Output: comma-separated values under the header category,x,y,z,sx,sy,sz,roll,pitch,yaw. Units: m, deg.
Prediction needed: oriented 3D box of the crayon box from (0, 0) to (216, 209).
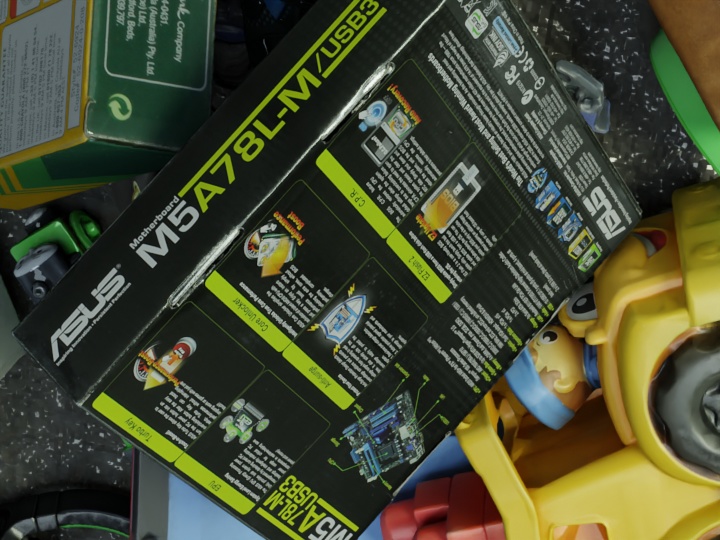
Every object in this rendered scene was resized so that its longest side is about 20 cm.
category,x,y,z,sx,sy,sz,roll,pitch,yaw
crayon box,-0.119,-0.094,0.778,0.051,0.199,0.127,7,82,-32

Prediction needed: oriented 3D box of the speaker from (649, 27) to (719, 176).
category,x,y,z,sx,sy,sz,roll,pitch,yaw
speaker,0.211,-0.112,0.792,0.199,0.089,0.089,-34,104,20

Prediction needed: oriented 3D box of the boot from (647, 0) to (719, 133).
category,x,y,z,sx,sy,sz,roll,pitch,yaw
boot,0.146,-0.173,0.737,0.188,0.068,0.201,-42,71,23

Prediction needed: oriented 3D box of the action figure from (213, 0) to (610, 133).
category,x,y,z,sx,sy,sz,roll,pitch,yaw
action figure,0.011,-0.125,0.811,0.198,0.105,0.194,13,136,-8

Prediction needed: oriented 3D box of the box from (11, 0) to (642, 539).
category,x,y,z,sx,sy,sz,roll,pitch,yaw
box,0.000,0.000,0.740,0.193,0.200,0.047,-46,57,-1

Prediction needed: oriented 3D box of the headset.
category,x,y,z,sx,sy,sz,roll,pitch,yaw
headset,-0.167,0.178,0.970,0.198,0.094,0.125,-15,110,3

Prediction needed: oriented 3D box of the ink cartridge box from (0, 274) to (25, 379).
category,x,y,z,sx,sy,sz,roll,pitch,yaw
ink cartridge box,-0.268,0.006,0.911,0.198,0.084,0.147,-12,110,21

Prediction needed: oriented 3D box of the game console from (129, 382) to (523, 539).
category,x,y,z,sx,sy,sz,roll,pitch,yaw
game console,-0.015,0.113,0.909,0.175,0.031,0.202,1,104,-11

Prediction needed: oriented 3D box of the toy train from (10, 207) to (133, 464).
category,x,y,z,sx,sy,sz,roll,pitch,yaw
toy train,-0.091,0.060,0.929,0.042,0.056,0.201,-29,106,20

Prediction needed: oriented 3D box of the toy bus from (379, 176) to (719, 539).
category,x,y,z,sx,sy,sz,roll,pitch,yaw
toy bus,0.096,0.081,0.860,0.190,0.136,0.202,-10,110,11

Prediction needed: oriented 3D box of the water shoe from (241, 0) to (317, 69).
category,x,y,z,sx,sy,sz,roll,pitch,yaw
water shoe,-0.015,-0.118,0.712,0.071,0.079,0.202,4,116,11

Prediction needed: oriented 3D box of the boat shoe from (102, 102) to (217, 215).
category,x,y,z,sx,sy,sz,roll,pitch,yaw
boat shoe,-0.037,0.016,0.824,0.071,0.061,0.202,-36,119,-1
